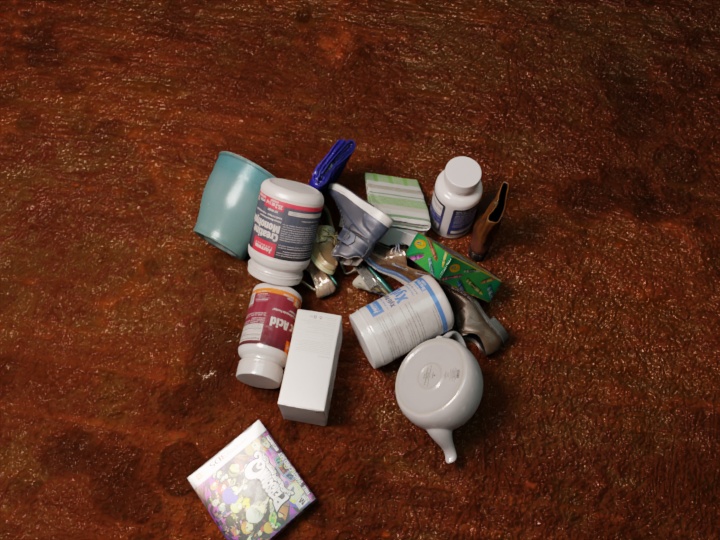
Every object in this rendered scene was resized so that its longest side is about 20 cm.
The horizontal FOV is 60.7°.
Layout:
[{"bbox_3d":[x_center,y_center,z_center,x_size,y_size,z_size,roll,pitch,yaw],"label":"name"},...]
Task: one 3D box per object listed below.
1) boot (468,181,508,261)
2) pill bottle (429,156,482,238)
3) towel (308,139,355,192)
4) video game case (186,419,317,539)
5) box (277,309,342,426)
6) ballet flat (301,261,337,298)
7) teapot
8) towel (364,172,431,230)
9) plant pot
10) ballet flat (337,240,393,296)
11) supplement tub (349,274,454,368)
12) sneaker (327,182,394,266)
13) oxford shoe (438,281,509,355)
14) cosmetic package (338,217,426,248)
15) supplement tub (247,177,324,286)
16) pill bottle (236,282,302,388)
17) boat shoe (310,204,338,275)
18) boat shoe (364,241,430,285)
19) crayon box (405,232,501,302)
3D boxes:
[{"bbox_3d":[0.300,-0.143,1.416,0.067,0.201,0.190,24,65,11],"label":"boot"},{"bbox_3d":[0.223,-0.170,1.427,0.109,0.201,0.113,1,63,-1],"label":"pill bottle"},{"bbox_3d":[-0.088,-0.219,1.444,0.049,0.200,0.148,39,67,-2],"label":"towel"},{"bbox_3d":[-0.214,0.432,1.214,0.180,0.036,0.200,-36,70,-16],"label":"video game case"},{"bbox_3d":[-0.100,0.203,1.280,0.095,0.125,0.203,8,63,3],"label":"box"},{"bbox_3d":[-0.133,-0.018,1.422,0.067,0.068,0.201,-36,68,-6],"label":"ballet flat"},{"bbox_3d":[0.176,0.244,1.261,0.200,0.146,0.198,-46,39,2],"label":"teapot"},{"bbox_3d":[0.085,-0.165,1.471,0.146,0.031,0.202,8,37,-12],"label":"towel"},{"bbox_3d":[-0.281,-0.137,1.415,0.197,0.200,0.190,26,81,11],"label":"plant pot"},{"bbox_3d":[0.000,0.000,1.423,0.071,0.072,0.201,-30,68,-15],"label":"ballet flat"},{"bbox_3d":[0.089,0.109,1.320,0.197,0.132,0.133,-26,67,-9],"label":"supplement tub"},{"bbox_3d":[-0.035,-0.100,1.369,0.202,0.077,0.148,38,98,38],"label":"sneaker"},{"bbox_3d":[0.232,0.105,1.365,0.084,0.073,0.200,-38,70,-16],"label":"oxford shoe"},{"bbox_3d":[0.055,-0.103,1.454,0.197,0.051,0.083,21,28,9],"label":"cosmetic package"},{"bbox_3d":[-0.164,-0.084,1.323,0.138,0.140,0.204,17,106,7],"label":"supplement tub"},{"bbox_3d":[-0.197,0.140,1.314,0.112,0.115,0.203,8,64,3],"label":"pill bottle"},{"bbox_3d":[-0.087,-0.078,1.414,0.073,0.066,0.202,22,34,-38],"label":"boat shoe"},{"bbox_3d":[0.086,-0.026,1.397,0.198,0.073,0.073,30,31,-8],"label":"boat shoe"},{"bbox_3d":[0.204,-0.005,1.335,0.119,0.198,0.059,40,103,46],"label":"crayon box"}]
